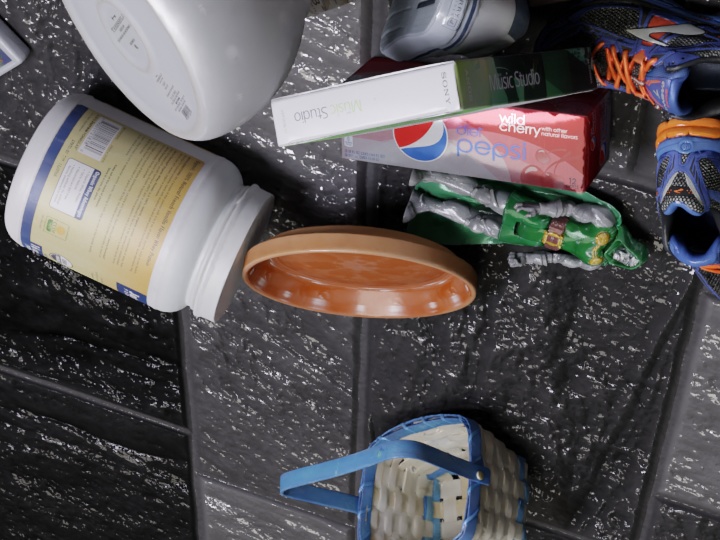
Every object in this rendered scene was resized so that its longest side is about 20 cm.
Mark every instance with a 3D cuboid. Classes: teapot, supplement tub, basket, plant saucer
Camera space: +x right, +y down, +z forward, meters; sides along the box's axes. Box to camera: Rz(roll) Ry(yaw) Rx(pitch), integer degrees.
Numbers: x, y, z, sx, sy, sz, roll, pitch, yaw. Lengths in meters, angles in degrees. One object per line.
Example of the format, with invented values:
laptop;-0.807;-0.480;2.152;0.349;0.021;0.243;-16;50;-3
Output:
teapot;-0.100;-0.195;1.174;0.200;0.146;0.198;35;154;41
supplement tub;-0.188;-0.051;1.536;0.199;0.145;0.145;25;141;4
basket;0.047;0.205;1.671;0.200;0.140;0.176;18;153;-42
plant saucer;0.000;0.000;1.514;0.199;0.032;0.200;5;163;1

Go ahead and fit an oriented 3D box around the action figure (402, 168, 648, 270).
action figure;0.136;-0.040;1.436;0.199;0.055;0.118;16;137;9

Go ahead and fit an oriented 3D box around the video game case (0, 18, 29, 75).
video game case;-0.413;-0.222;1.578;0.200;0.022;0.182;-20;121;42

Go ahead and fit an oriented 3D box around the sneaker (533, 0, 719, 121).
sneaker;0.214;-0.146;1.247;0.199;0.079;0.076;6;136;25

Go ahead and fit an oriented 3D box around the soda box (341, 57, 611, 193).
soda box;0.087;-0.113;1.357;0.199;0.070;0.064;9;118;21

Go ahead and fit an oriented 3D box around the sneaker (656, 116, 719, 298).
sneaker;0.256;-0.030;1.327;0.075;0.079;0.200;1;148;30

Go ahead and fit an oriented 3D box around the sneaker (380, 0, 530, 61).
sneaker;0.063;-0.171;1.235;0.071;0.073;0.200;18;-173;-13

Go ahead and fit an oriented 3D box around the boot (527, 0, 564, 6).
boot;0.103;-0.263;1.198;0.146;0.070;0.201;14;132;30

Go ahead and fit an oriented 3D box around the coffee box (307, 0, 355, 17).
coffee box;0.010;-0.252;1.193;0.200;0.080;0.115;-8;116;56

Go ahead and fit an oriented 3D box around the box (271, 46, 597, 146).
box;0.053;-0.119;1.206;0.144;0.200;0.036;-8;96;33
